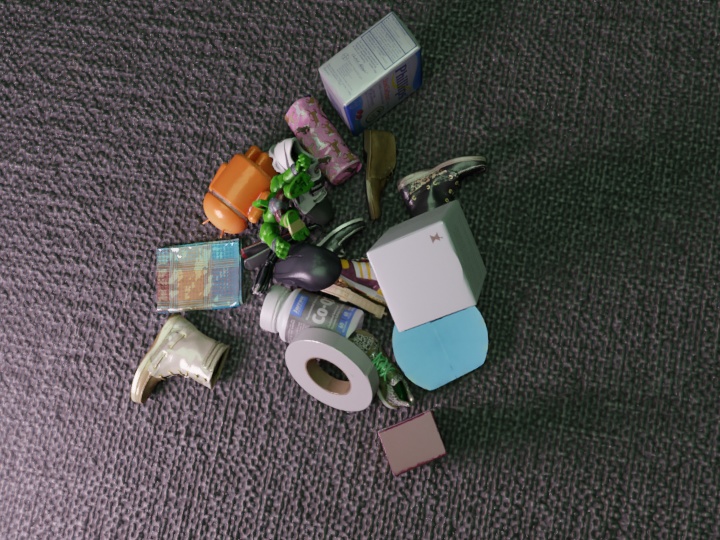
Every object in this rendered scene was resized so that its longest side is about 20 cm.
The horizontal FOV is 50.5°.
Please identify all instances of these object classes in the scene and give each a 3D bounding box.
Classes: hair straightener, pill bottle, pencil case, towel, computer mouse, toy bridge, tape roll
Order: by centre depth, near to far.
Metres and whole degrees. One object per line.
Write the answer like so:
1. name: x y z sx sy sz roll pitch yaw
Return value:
1. tape roll: -0.056 0.197 1.506 0.199 0.205 0.037 26 50 11
2. computer mouse: -0.127 -0.010 1.512 0.196 0.053 0.141 4 58 34
3. toy bridge: -0.035 0.052 1.564 0.196 0.067 0.028 23 80 -8
4. pill bottle: -0.100 0.105 1.565 0.195 0.114 0.117 19 82 9
5. hair straightener: -0.157 -0.045 1.629 0.195 0.041 0.078 -19 47 -3
6. pencil case: -0.080 -0.281 1.649 0.086 0.082 0.202 -38 77 17
7. towel: -0.349 0.013 1.657 0.194 0.022 0.151 -5 79 6

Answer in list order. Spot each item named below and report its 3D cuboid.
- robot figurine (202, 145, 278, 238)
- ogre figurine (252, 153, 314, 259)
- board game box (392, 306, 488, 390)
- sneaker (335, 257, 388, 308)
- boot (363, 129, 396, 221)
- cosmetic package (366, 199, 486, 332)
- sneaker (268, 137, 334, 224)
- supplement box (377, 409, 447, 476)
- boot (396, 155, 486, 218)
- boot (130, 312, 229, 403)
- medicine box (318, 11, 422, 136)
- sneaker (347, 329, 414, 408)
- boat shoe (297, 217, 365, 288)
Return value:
1. robot figurine: -0.259 -0.166 1.632 0.143 0.117 0.202 37 84 -4
2. ogre figurine: -0.155 -0.129 1.538 0.096 0.119 0.206 -5 95 -35
3. board game box: 0.164 0.146 1.569 0.196 0.039 0.161 -27 84 3
4. sneaker: 0.000 0.000 1.580 0.197 0.075 0.092 28 76 -16
5. boot: 0.043 -0.205 1.631 0.073 0.074 0.206 1 78 -4
6. cosmetic package: 0.134 -0.014 1.477 0.163 0.200 0.171 -20 99 20
7. sneaker: -0.110 -0.187 1.601 0.202 0.088 0.074 54 51 -15
8. supplement box: 0.102 0.326 1.458 0.108 0.200 0.088 -22 78 1
9. boot: 0.184 -0.147 1.599 0.195 0.073 0.155 -16 77 7
10. boot: -0.378 0.214 1.600 0.152 0.072 0.203 28 83 8
11. medicine box: 0.026 -0.408 1.608 0.198 0.182 0.104 -36 78 -1
12. sneaker: 0.049 0.196 1.506 0.077 0.088 0.201 -47 113 -21
13. boat shoe: -0.066 -0.038 1.608 0.197 0.074 0.061 -33 78 3
